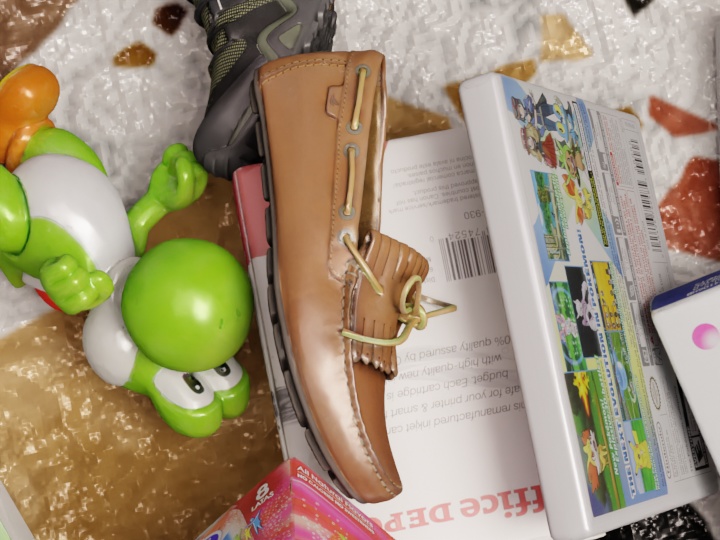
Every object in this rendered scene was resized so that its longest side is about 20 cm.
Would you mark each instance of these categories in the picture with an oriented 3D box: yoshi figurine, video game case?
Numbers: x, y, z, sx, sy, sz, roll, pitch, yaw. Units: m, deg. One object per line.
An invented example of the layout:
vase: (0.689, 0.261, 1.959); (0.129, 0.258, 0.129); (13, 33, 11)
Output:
yoshi figurine: (-0.117, -0.016, 0.740); (0.112, 0.112, 0.200); (-43, 81, -2)
video game case: (0.111, 0.016, 0.738); (0.022, 0.182, 0.201); (-15, 82, 28)

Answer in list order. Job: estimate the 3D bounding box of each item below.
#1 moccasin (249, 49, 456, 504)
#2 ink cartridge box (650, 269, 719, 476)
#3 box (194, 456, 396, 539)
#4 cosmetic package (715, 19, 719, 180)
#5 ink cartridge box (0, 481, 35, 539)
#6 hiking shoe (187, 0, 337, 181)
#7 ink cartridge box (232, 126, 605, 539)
moccasin: (0.000, 0.000, 0.696); (0.078, 0.074, 0.202); (-8, 72, 6)
ink cartridge box: (0.263, 0.068, 0.735); (0.196, 0.043, 0.200); (-24, 96, 16)
box: (0.009, 0.188, 0.673); (0.095, 0.100, 0.200); (-43, 109, 15)
cosmetic package: (0.229, -0.035, 0.808); (0.082, 0.051, 0.201); (1, 82, -1)
ink cartridge box: (-0.262, 0.139, 0.722); (0.200, 0.067, 0.117); (-33, 74, -7)
hiking shoe: (-0.061, -0.139, 0.796); (0.100, 0.076, 0.200); (15, 68, 6)
ink cartridge box: (0.027, 0.042, 0.765); (0.146, 0.083, 0.201); (-10, 82, -4)
